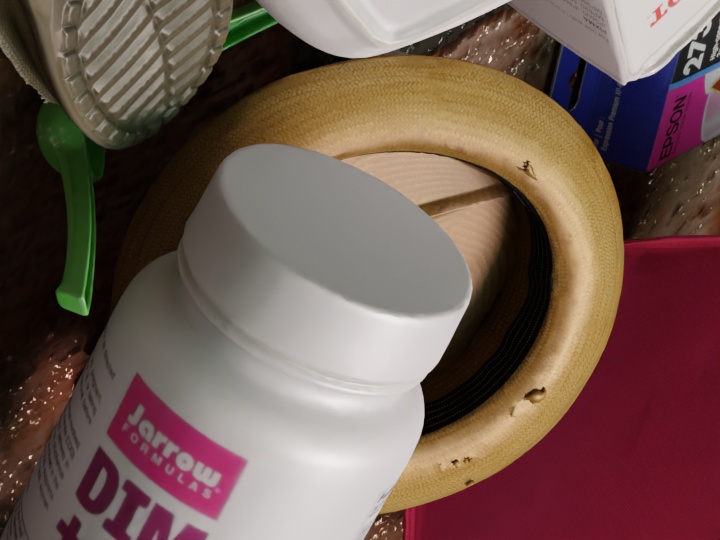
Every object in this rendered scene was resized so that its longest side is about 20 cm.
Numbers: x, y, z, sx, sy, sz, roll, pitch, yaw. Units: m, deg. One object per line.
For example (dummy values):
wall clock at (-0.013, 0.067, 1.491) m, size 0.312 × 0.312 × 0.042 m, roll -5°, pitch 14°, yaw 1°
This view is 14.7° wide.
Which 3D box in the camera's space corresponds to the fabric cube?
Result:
fabric cube at (0.148, 0.087, 1.235) m, size 0.199 × 0.199 × 0.198 m, roll 5°, pitch 87°, yaw -56°

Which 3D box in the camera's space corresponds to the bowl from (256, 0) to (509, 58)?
bowl at (0.028, -0.158, 0.895) m, size 0.199 × 0.075 × 0.200 m, roll -27°, pitch 139°, yaw 7°

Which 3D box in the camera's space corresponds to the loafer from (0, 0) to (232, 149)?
loafer at (-0.098, -0.114, 0.871) m, size 0.076 × 0.067 × 0.200 m, roll -43°, pitch 147°, yaw -14°

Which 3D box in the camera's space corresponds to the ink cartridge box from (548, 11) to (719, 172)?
ink cartridge box at (0.163, -0.107, 1.277) m, size 0.199 × 0.037 × 0.095 m, roll -24°, pitch 140°, yaw -36°

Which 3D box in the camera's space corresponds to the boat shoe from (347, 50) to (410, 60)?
boat shoe at (0.000, 0.000, 1.140) m, size 0.068 × 0.057 × 0.201 m, roll 0°, pitch 115°, yaw -8°

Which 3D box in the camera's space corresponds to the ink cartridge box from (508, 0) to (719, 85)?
ink cartridge box at (0.110, -0.191, 1.062) m, size 0.146 × 0.085 × 0.200 m, roll -43°, pitch 146°, yaw -15°

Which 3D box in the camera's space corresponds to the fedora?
fedora at (-0.002, -0.003, 1.060) m, size 0.199 × 0.082 × 0.202 m, roll -7°, pitch 114°, yaw -15°

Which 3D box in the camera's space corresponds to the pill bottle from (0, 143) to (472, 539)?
pill bottle at (-0.047, 0.064, 0.960) m, size 0.113 × 0.113 × 0.201 m, roll -8°, pitch 134°, yaw -50°

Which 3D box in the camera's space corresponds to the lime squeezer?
lime squeezer at (-0.069, -0.062, 0.972) m, size 0.200 × 0.070 × 0.038 m, roll -49°, pitch 128°, yaw -37°
